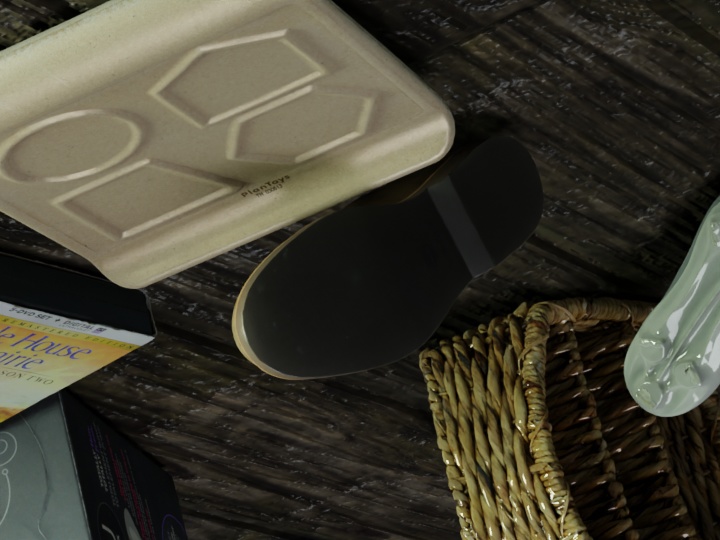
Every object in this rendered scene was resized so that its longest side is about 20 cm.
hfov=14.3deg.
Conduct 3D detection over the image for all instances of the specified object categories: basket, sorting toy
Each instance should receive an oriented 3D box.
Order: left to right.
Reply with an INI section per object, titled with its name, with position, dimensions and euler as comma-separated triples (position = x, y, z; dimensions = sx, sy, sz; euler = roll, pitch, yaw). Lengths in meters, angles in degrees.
[sorting toy]
position = -0.076, -0.067, 1.241
dimensions = 0.185, 0.037, 0.200
euler = -23, 153, 16
[basket]
position = 0.132, 0.114, 1.593
dimensions = 0.149, 0.200, 0.143
euler = -19, 159, 11

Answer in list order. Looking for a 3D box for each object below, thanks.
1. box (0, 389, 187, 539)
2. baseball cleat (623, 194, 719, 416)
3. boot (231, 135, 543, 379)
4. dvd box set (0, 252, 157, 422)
[box]
position = -0.169, 0.158, 1.588
dimensions = 0.106, 0.122, 0.200
euler = -19, 158, 8
[baseball cleat]
position = 0.211, -0.008, 1.556
dimensions = 0.200, 0.070, 0.106
euler = -51, 175, 35
[boot]
position = 0.000, 0.000, 1.328
dimensions = 0.075, 0.074, 0.200
euler = -11, -166, 44
[dvd box set]
position = -0.220, 0.051, 1.419
dimensions = 0.200, 0.029, 0.146
euler = -28, 156, 27
